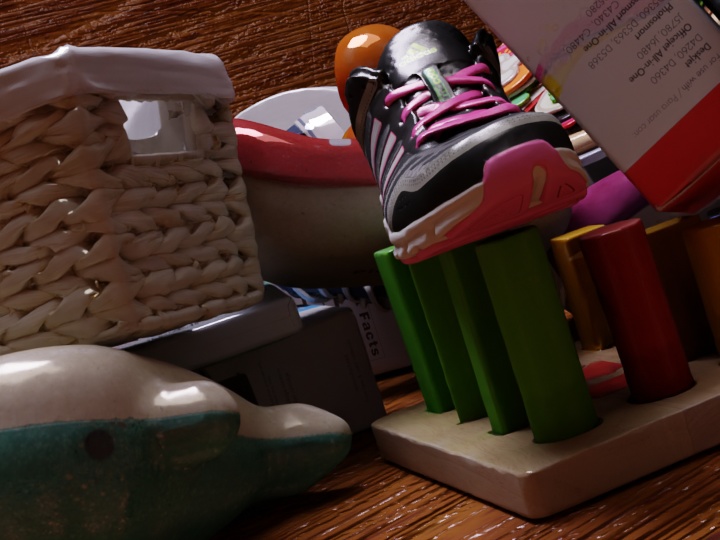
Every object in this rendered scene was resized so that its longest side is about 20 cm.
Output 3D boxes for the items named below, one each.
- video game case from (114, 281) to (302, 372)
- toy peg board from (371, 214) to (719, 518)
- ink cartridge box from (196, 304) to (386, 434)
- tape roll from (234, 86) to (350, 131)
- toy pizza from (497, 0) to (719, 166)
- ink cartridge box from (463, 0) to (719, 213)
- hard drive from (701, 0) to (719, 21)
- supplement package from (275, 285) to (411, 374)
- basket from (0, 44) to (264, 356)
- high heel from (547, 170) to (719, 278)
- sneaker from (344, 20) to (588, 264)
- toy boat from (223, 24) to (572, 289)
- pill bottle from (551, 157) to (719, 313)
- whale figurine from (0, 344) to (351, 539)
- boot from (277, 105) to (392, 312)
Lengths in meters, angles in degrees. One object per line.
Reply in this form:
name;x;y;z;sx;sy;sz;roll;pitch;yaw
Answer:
video game case;-0.136;0.049;0.801;0.199;0.022;0.182;-20;7;-8
toy peg board;0.110;0.012;0.641;0.199;0.098;0.200;-20;5;-15
ink cartridge box;-0.100;0.082;0.818;0.199;0.067;0.116;-20;6;-16
tape roll;-0.030;-0.041;1.145;0.202;0.203;0.071;-18;6;9
toy pizza;0.133;-0.130;0.875;0.200;0.032;0.200;-29;30;18
ink cartridge box;0.117;-0.089;0.626;0.067;0.200;0.116;-44;-13;16
hard drive;0.191;-0.082;0.618;0.033;0.200;0.140;-43;42;16
supplement package;-0.015;0.009;1.005;0.199;0.120;0.121;-16;3;21
basket;-0.159;-0.014;0.688;0.199;0.124;0.135;-16;-1;26
high heel;0.171;-0.067;0.776;0.067;0.200;0.096;15;26;-37
sneaker;0.033;-0.056;0.591;0.074;0.088;0.200;-19;5;-4
toy boat;0.008;-0.064;0.773;0.199;0.131;0.131;-2;-12;-7
pill bottle;0.163;-0.038;0.904;0.199;0.113;0.113;-20;5;-12
whale figurine;-0.098;0.095;0.634;0.200;0.104;0.159;8;-23;-39
boot;0.000;0.000;0.880;0.090;0.200;0.073;-39;-25;0
